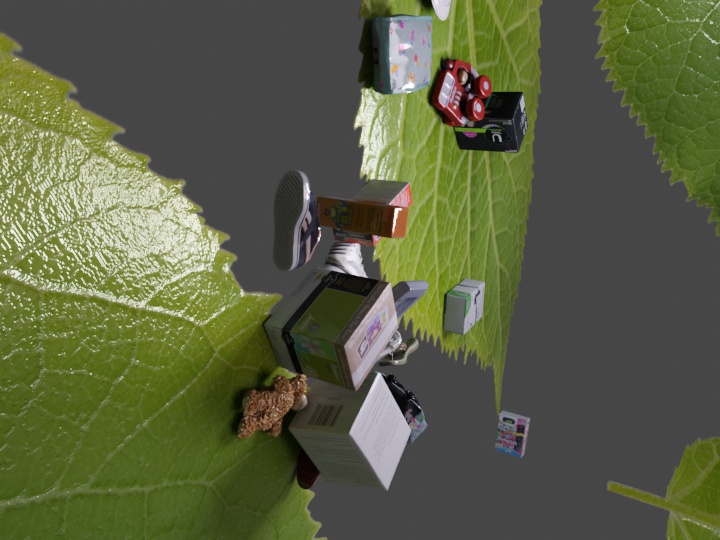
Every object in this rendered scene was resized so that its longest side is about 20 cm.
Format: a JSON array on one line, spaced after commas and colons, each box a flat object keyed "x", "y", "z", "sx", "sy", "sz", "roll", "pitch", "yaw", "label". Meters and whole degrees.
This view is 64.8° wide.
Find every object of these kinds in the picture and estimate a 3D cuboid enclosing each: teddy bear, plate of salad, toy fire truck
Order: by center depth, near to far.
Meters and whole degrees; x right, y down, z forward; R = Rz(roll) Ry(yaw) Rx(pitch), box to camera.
[{"x": -0.173, "y": 0.277, "z": 1.162, "sx": 0.200, "sy": 0.067, "sz": 0.146, "roll": 20, "pitch": 85, "yaw": -60, "label": "teddy bear"}, {"x": 0.200, "y": -0.766, "z": 1.495, "sx": 0.200, "sy": 0.048, "sz": 0.201, "roll": 1, "pitch": 90, "yaw": -65, "label": "plate of salad"}, {"x": 0.291, "y": -0.538, "z": 1.687, "sx": 0.168, "sy": 0.112, "sz": 0.201, "roll": 33, "pitch": 69, "yaw": -39, "label": "toy fire truck"}]

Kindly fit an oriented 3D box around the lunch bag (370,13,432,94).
[{"x": 0.087, "y": -0.500, "z": 1.313, "sx": 0.200, "sy": 0.121, "sz": 0.171, "roll": -41, "pitch": 135, "yaw": -55, "label": "lunch bag"}]

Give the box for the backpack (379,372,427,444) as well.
[{"x": 0.094, "y": 0.396, "z": 1.568, "sx": 0.151, "sy": 0.177, "sz": 0.200, "roll": -48, "pitch": 149, "yaw": -8, "label": "backpack"}]

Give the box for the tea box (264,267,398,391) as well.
[{"x": -0.054, "y": 0.115, "z": 1.187, "sx": 0.200, "sy": 0.196, "sz": 0.134, "roll": -50, "pitch": 140, "yaw": -40, "label": "tea box"}]

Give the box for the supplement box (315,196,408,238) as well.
[{"x": -0.001, "y": -0.114, "z": 1.202, "sx": 0.069, "sy": 0.199, "sz": 0.067, "roll": -9, "pitch": 108, "yaw": -55, "label": "supplement box"}]

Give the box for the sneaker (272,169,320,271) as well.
[{"x": -0.123, "y": -0.101, "z": 1.118, "sx": 0.079, "sy": 0.078, "sz": 0.201, "roll": -19, "pitch": 127, "yaw": -52, "label": "sneaker"}]

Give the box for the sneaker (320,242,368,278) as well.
[{"x": 0.000, "y": 0.000, "z": 1.334, "sx": 0.200, "sy": 0.075, "sz": 0.116, "roll": 36, "pitch": 64, "yaw": -37, "label": "sneaker"}]

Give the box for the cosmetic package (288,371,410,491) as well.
[{"x": -0.018, "y": 0.350, "z": 1.251, "sx": 0.200, "sy": 0.167, "sz": 0.167, "roll": 63, "pitch": 38, "yaw": -30, "label": "cosmetic package"}]

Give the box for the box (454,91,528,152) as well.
[{"x": 0.415, "y": -0.475, "z": 1.812, "sx": 0.125, "sy": 0.199, "sz": 0.149, "roll": -66, "pitch": 148, "yaw": -25, "label": "box"}]

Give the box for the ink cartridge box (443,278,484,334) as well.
[{"x": 0.381, "y": 0.128, "z": 2.072, "sx": 0.200, "sy": 0.083, "sz": 0.147, "roll": -29, "pitch": 124, "yaw": -55, "label": "ink cartridge box"}]

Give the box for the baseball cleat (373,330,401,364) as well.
[{"x": 0.011, "y": 0.208, "z": 1.367, "sx": 0.199, "sy": 0.070, "sz": 0.107, "roll": -19, "pitch": 161, "yaw": -30, "label": "baseball cleat"}]

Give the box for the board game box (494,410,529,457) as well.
[{"x": 0.796, "y": 0.858, "z": 2.980, "sx": 0.064, "sy": 0.147, "sz": 0.201, "roll": -6, "pitch": 104, "yaw": -61, "label": "board game box"}]

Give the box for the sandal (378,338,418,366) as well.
[{"x": 0.105, "y": 0.230, "z": 1.644, "sx": 0.201, "sy": 0.079, "sz": 0.058, "roll": -32, "pitch": 110, "yaw": -60, "label": "sandal"}]

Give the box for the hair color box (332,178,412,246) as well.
[{"x": 0.029, "y": -0.141, "z": 1.337, "sx": 0.200, "sy": 0.111, "sz": 0.064, "roll": -47, "pitch": 138, "yaw": -42, "label": "hair color box"}]

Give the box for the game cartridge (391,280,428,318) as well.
[{"x": 0.065, "y": 0.095, "z": 1.352, "sx": 0.200, "sy": 0.042, "sz": 0.133, "roll": -45, "pitch": 155, "yaw": 22, "label": "game cartridge"}]

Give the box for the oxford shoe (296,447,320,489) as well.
[{"x": -0.093, "y": 0.419, "z": 1.350, "sx": 0.075, "sy": 0.070, "sz": 0.201, "roll": 45, "pitch": 61, "yaw": -59, "label": "oxford shoe"}]
